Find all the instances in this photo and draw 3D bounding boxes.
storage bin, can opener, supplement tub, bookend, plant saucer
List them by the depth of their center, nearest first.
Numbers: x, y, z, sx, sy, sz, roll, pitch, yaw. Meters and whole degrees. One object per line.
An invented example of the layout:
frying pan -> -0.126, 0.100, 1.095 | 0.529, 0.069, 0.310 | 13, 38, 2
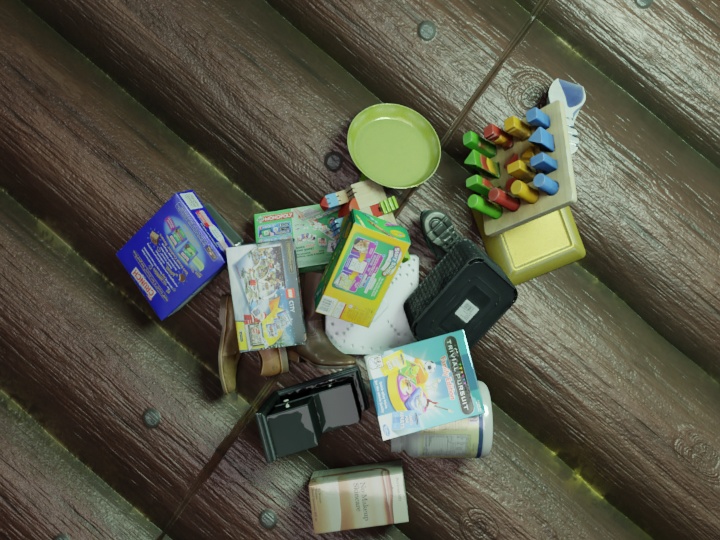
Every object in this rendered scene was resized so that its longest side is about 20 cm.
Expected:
bookend -> -0.087, 0.274, 1.154 | 0.192, 0.200, 0.095 | -17, 90, 3
storage bin -> 0.193, 0.061, 1.157 | 0.134, 0.094, 0.201 | 36, 106, -20
supplement tub -> 0.155, 0.295, 1.172 | 0.192, 0.145, 0.151 | 0, 90, 2
plant saucer -> 0.066, -0.247, 1.198 | 0.192, 0.031, 0.207 | 4, 64, -8
plant saucer -> 0.348, -0.089, 1.212 | 0.194, 0.048, 0.206 | -21, 90, 2
can opener -> -0.260, -0.062, 1.241 | 0.199, 0.053, 0.067 | 43, 57, 0

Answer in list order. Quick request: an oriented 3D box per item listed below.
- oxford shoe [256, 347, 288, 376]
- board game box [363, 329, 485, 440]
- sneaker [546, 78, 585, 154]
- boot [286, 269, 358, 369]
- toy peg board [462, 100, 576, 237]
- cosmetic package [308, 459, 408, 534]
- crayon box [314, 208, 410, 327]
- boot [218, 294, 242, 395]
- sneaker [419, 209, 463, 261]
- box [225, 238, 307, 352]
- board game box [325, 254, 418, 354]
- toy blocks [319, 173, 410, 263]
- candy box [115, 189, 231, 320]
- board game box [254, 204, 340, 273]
oxford shoe -> -0.200, 0.115, 1.207 | 0.069, 0.071, 0.208 | -11, 85, -17
board game box -> 0.116, 0.211, 1.092 | 0.193, 0.047, 0.156 | -15, 78, 0
sneaker -> 0.390, -0.280, 1.197 | 0.078, 0.116, 0.205 | 18, 62, 0
boot -> -0.075, 0.090, 1.198 | 0.181, 0.064, 0.208 | 6, 88, 28
toy peg board -> 0.283, -0.199, 1.108 | 0.096, 0.196, 0.208 | 14, 66, -37
cosmetic package -> -0.002, 0.461, 1.207 | 0.192, 0.087, 0.108 | -10, 89, 2
crayon box -> 0.000, 0.000, 1.114 | 0.115, 0.059, 0.204 | 17, 117, -18
boot -> -0.257, 0.155, 1.229 | 0.072, 0.074, 0.208 | 2, 88, -8
sneaker -> 0.186, -0.046, 1.210 | 0.075, 0.079, 0.202 | -37, 109, -4
box -> -0.183, 0.048, 1.155 | 0.131, 0.038, 0.208 | -7, 95, 1
board game box -> 0.024, 0.070, 1.236 | 0.192, 0.026, 0.208 | 1, 90, 3
toy blocks -> 0.001, -0.090, 1.167 | 0.134, 0.099, 0.206 | -21, 87, -34
candy box -> -0.374, -0.031, 1.204 | 0.198, 0.077, 0.171 | -37, 90, 17
board game box -> -0.118, -0.064, 1.210 | 0.192, 0.029, 0.139 | -9, 66, 0
